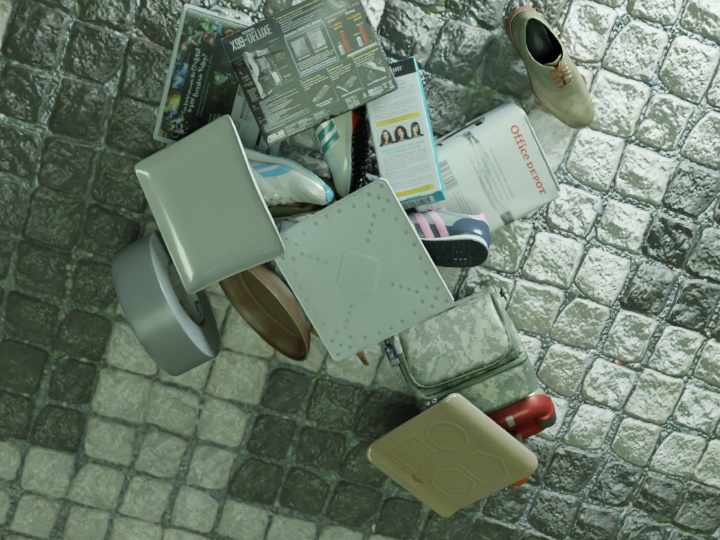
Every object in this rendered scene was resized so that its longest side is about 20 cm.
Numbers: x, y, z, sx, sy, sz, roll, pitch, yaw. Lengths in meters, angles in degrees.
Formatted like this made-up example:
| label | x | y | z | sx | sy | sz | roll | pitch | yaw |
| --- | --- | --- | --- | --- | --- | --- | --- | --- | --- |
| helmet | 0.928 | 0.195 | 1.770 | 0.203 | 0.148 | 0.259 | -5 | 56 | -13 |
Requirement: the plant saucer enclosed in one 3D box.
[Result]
| label | x | y | z | sx | sy | sz | roll | pitch | yaw |
| --- | --- | --- | --- | --- | --- | --- | --- | --- | --- |
| plant saucer | -0.137 | 0.047 | 1.507 | 0.037 | 0.200 | 0.201 | -41 | 109 | -22 |

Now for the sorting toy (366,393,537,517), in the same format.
| label | x | y | z | sx | sy | sz | roll | pitch | yaw |
| --- | --- | --- | --- | --- | --- | --- | --- | --- | --- |
| sorting toy | 0.135 | 0.276 | 1.539 | 0.185 | 0.037 | 0.200 | 39 | 127 | -17 |

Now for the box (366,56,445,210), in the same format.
| label | x | y | z | sx | sy | sz | roll | pitch | yaw |
| --- | --- | --- | --- | --- | --- | --- | --- | --- | --- |
| box | 0.059 | -0.190 | 1.438 | 0.081 | 0.049 | 0.202 | -12 | 76 | 10 |

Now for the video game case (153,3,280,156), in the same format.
| label | x | y | z | sx | sy | sz | roll | pitch | yaw |
| --- | --- | --- | --- | --- | --- | --- | --- | --- | --- |
| video game case | -0.186 | -0.255 | 1.460 | 0.180 | 0.023 | 0.202 | 15 | 116 | -9 |

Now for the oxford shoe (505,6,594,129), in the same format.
| label | x | y | z | sx | sy | sz | roll | pitch | yaw |
| --- | --- | --- | --- | --- | --- | --- | --- | --- | --- |
| oxford shoe | 0.274 | -0.280 | 1.462 | 0.070 | 0.075 | 0.200 | -37 | 107 | 8 |

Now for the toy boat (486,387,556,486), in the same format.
| label | x | y | z | sx | sy | sz | roll | pitch | yaw |
| --- | --- | --- | --- | --- | --- | --- | --- | --- | --- |
| toy boat | 0.223 | 0.275 | 1.605 | 0.199 | 0.132 | 0.131 | -26 | 152 | 6 |

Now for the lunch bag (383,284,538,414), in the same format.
| label | x | y | z | sx | sy | sz | roll | pitch | yaw |
| --- | --- | --- | --- | --- | --- | --- | --- | --- | --- |
| lunch bag | 0.150 | 0.127 | 1.564 | 0.198 | 0.139 | 0.169 | -22 | 105 | 6 |

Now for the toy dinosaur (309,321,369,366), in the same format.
| label | x | y | z | sx | sy | sz | roll | pitch | yaw |
| --- | --- | --- | --- | --- | --- | --- | --- | --- | --- |
| toy dinosaur | -0.040 | 0.090 | 1.550 | 0.199 | 0.106 | 0.061 | 29 | 131 | 24 |

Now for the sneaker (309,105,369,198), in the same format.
| label | x | y | z | sx | sy | sz | roll | pitch | yaw |
| --- | --- | --- | --- | --- | --- | --- | --- | --- | --- |
| sneaker | -0.044 | -0.205 | 1.478 | 0.092 | 0.070 | 0.202 | 2 | 105 | 21 |

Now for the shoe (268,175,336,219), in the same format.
| label | x | y | z | sx | sy | sz | roll | pitch | yaw |
| --- | --- | --- | --- | --- | --- | --- | --- | --- | --- |
| shoe | -0.134 | -0.110 | 1.495 | 0.198 | 0.054 | 0.070 | 1 | 127 | 2 |

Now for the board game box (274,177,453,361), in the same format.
| label | x | y | z | sx | sy | sz | roll | pitch | yaw |
| --- | --- | --- | --- | --- | --- | --- | --- | --- | --- |
| board game box | 0.000 | 0.000 | 1.424 | 0.199 | 0.026 | 0.201 | -27 | 100 | 20 |

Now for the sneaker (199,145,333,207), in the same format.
| label | x | y | z | sx | sy | sz | roll | pitch | yaw |
| --- | --- | --- | --- | --- | --- | --- | --- | --- | --- |
| sneaker | -0.132 | -0.119 | 1.438 | 0.198 | 0.077 | 0.082 | 17 | 81 | 19 |

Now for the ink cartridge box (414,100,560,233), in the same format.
| label | x | y | z | sx | sy | sz | roll | pitch | yaw |
| --- | --- | --- | --- | --- | --- | --- | --- | --- | --- |
| ink cartridge box | 0.170 | -0.134 | 1.502 | 0.199 | 0.083 | 0.148 | -27 | 109 | 6 |

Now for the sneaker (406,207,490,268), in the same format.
| label | x | y | z | sx | sy | sz | roll | pitch | yaw |
| --- | --- | --- | --- | --- | --- | --- | --- | --- | --- |
| sneaker | 0.085 | -0.055 | 1.451 | 0.198 | 0.082 | 0.071 | 9 | 136 | 8 |

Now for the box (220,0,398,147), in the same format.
| label | x | y | z | sx | sy | sz | roll | pitch | yaw |
| --- | --- | --- | --- | --- | --- | --- | --- | --- | --- |
| box | -0.068 | -0.279 | 1.394 | 0.198 | 0.050 | 0.159 | -24 | 99 | 7 |

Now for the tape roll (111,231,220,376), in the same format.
| label | x | y | z | sx | sy | sz | roll | pitch | yaw |
| --- | --- | --- | --- | --- | --- | --- | --- | --- | --- |
| tape roll | -0.277 | 0.047 | 1.476 | 0.066 | 0.201 | 0.201 | -26 | 109 | 7 |

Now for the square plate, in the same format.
| label | x | y | z | sx | sy | sz | roll | pitch | yaw |
| --- | --- | --- | --- | --- | --- | --- | --- | --- | --- |
| square plate | -0.206 | -0.088 | 1.418 | 0.197 | 0.028 | 0.202 | -21 | 94 | 34 |

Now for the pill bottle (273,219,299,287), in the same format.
| label | x | y | z | sx | sy | sz | roll | pitch | yaw |
| --- | --- | --- | --- | --- | --- | --- | --- | --- | --- |
| pill bottle | -0.026 | -0.014 | 1.516 | 0.198 | 0.114 | 0.115 | 8 | 108 | -6 |
